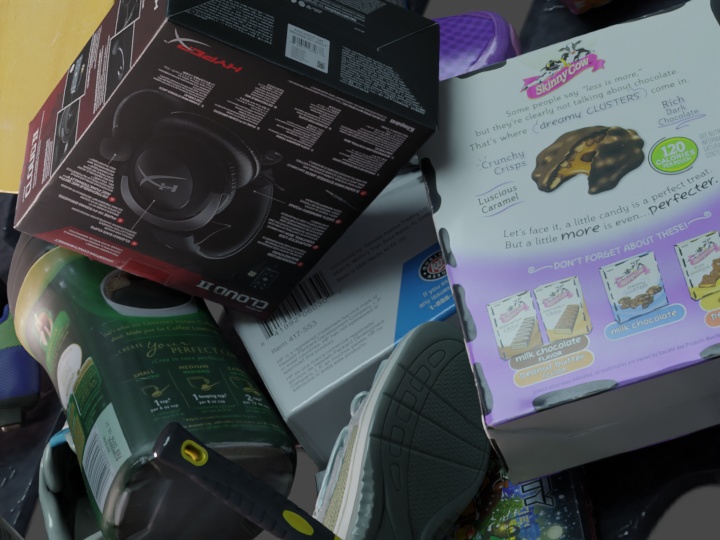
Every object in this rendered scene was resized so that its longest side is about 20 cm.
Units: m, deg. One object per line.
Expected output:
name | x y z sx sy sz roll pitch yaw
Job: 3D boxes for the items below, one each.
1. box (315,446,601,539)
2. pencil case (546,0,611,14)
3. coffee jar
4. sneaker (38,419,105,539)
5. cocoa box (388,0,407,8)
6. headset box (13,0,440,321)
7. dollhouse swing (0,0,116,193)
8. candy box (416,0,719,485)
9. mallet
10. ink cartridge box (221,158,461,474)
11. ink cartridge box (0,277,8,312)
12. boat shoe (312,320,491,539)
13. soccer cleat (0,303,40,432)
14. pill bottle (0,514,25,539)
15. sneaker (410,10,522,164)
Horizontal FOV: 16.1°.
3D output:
box | 0.054 0.164 1.251 0.136 0.038 0.201 -22 46 14
pencil case | 0.183 -0.227 1.472 0.199 0.088 0.088 -29 44 5
coffee jar | -0.115 0.053 1.339 0.104 0.086 0.200 -1 41 -28
sneaker | -0.138 0.099 1.388 0.075 0.087 0.201 -22 44 16
cocoa box | -0.078 -0.126 1.507 0.199 0.131 0.134 -22 45 14
headset box | -0.073 -0.066 1.275 0.200 0.148 0.077 -47 30 45
dollhouse swing | -0.159 -0.145 1.453 0.199 0.177 0.181 6 16 36
candy box | 0.124 -0.018 1.243 0.167 0.072 0.201 -17 57 6
mallet | -0.005 0.123 1.170 0.066 0.200 0.041 -54 14 -26
ink cartridge box | 0.000 0.000 1.388 0.146 0.086 0.200 -33 43 1
ink cartridge box | -0.293 -0.012 1.490 0.039 0.200 0.100 19 66 44
boat shoe | 0.008 0.118 1.241 0.065 0.074 0.203 -15 51 51
soccer cleat | -0.285 0.064 1.471 0.199 0.065 0.084 -8 82 -7
pill bottle | -0.239 0.154 1.317 0.113 0.200 0.114 -16 47 18
sneaker | -0.014 -0.103 1.362 0.199 0.089 0.081 -14 46 15
